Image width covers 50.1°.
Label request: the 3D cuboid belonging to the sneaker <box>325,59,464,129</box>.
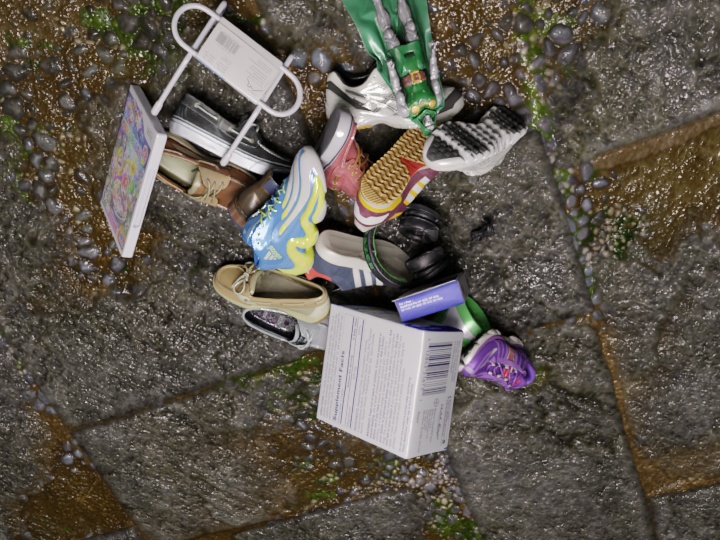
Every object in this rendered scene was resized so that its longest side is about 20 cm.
[{"bbox_3d":[0.045,-0.247,1.062,0.194,0.076,0.090,-3,119,5],"label":"sneaker"}]

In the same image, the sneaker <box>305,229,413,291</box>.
[{"bbox_3d":[0.000,0.000,1.183,0.197,0.076,0.085,18,130,-31],"label":"sneaker"}]

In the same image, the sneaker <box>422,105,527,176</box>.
[{"bbox_3d":[0.152,-0.161,1.051,0.075,0.198,0.082,46,135,22],"label":"sneaker"}]

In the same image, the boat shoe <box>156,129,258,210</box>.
[{"bbox_3d":[-0.235,-0.131,1.146,0.197,0.074,0.076,26,118,-10],"label":"boat shoe"}]

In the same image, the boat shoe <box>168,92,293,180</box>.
[{"bbox_3d":[-0.174,-0.192,1.111,0.196,0.072,0.072,23,96,-20],"label":"boat shoe"}]

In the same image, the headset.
[{"bbox_3d":[0.102,-0.042,1.144,0.195,0.094,0.127,-7,84,-25],"label":"headset"}]

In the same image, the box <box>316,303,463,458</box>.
[{"bbox_3d":[0.042,0.160,1.172,0.197,0.104,0.189,13,98,43],"label":"box"}]

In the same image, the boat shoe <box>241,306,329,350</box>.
[{"bbox_3d":[-0.104,0.096,1.261,0.197,0.072,0.071,22,118,-8],"label":"boat shoe"}]

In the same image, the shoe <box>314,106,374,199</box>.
[{"bbox_3d":[-0.016,-0.158,1.072,0.089,0.073,0.200,19,163,-11],"label":"shoe"}]

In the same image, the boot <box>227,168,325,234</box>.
[{"bbox_3d":[-0.089,-0.078,1.135,0.197,0.076,0.097,21,134,-35],"label":"boot"}]

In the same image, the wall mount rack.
[{"bbox_3d":[-0.184,-0.253,1.042,0.198,0.074,0.176,35,80,-15],"label":"wall mount rack"}]

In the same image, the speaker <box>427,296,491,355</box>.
[{"bbox_3d":[0.114,0.128,1.255,0.199,0.089,0.088,-39,110,22],"label":"speaker"}]

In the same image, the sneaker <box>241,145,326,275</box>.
[{"bbox_3d":[-0.106,-0.072,1.046,0.103,0.076,0.204,-8,129,-22],"label":"sneaker"}]

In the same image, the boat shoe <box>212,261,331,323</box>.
[{"bbox_3d":[-0.141,0.025,1.203,0.196,0.074,0.064,19,152,13],"label":"boat shoe"}]

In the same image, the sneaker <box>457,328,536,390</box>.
[{"bbox_3d":[0.221,0.146,1.204,0.198,0.084,0.081,8,129,-50],"label":"sneaker"}]

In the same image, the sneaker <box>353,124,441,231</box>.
[{"bbox_3d":[0.060,-0.134,1.089,0.075,0.199,0.091,45,149,11],"label":"sneaker"}]

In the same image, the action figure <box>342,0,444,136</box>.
[{"bbox_3d":[0.063,-0.275,1.011,0.116,0.055,0.204,-20,98,-5],"label":"action figure"}]

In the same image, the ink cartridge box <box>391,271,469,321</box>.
[{"bbox_3d":[0.108,0.039,1.144,0.097,0.200,0.040,-18,89,12],"label":"ink cartridge box"}]

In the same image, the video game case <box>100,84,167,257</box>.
[{"bbox_3d":[-0.333,-0.144,1.118,0.018,0.144,0.203,3,125,-36],"label":"video game case"}]
